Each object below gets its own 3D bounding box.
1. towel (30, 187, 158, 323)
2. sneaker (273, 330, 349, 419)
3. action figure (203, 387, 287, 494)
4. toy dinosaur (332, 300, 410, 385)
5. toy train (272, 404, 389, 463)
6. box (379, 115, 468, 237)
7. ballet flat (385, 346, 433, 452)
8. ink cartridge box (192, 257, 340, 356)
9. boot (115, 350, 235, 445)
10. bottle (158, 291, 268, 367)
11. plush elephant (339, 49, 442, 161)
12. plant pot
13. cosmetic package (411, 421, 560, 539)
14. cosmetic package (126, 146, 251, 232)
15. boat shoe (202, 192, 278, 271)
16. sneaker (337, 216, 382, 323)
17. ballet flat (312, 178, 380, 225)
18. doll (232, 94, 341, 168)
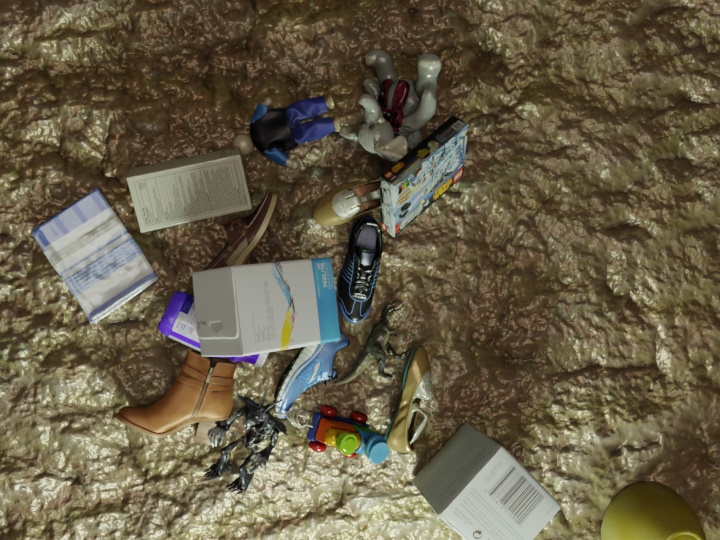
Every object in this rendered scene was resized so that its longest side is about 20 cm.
[{"bbox_3d":[-0.472,-0.025,1.445,0.146,0.024,0.201,-33,97,-7],"label":"towel"},{"bbox_3d":[-0.089,0.191,1.491,0.089,0.079,0.201,35,86,-7],"label":"sneaker"},{"bbox_3d":[-0.203,0.305,1.431,0.118,0.102,0.201,31,115,12],"label":"action figure"},{"bbox_3d":[0.039,0.155,1.519,0.088,0.047,0.201,35,73,1],"label":"toy dinosaur"},{"bbox_3d":[-0.050,0.296,1.456,0.199,0.115,0.085,19,89,-33],"label":"toy train"},{"bbox_3d":[0.113,-0.169,1.454,0.040,0.137,0.200,36,62,26],"label":"box"},{"bbox_3d":[0.105,0.245,1.522,0.063,0.068,0.202,19,97,26],"label":"ballet flat"},{"bbox_3d":[-0.161,0.062,1.383,0.199,0.146,0.148,-6,89,-39],"label":"ink cartridge box"},{"bbox_3d":[-0.324,0.220,1.452,0.198,0.077,0.157,14,92,-12],"label":"boot"},{"bbox_3d":[-0.259,0.112,1.462,0.199,0.065,0.084,25,68,-10],"label":"bottle"},{"bbox_3d":[0.045,-0.276,1.436,0.155,0.164,0.201,-38,135,-34],"label":"plush elephant"},{"bbox_3d":[0.593,0.534,1.588,0.198,0.142,0.202,0,93,-9],"label":"plant pot"},{"bbox_3d":[0.224,0.409,1.491,0.165,0.200,0.165,45,84,-8],"label":"cosmetic package"},{"bbox_3d":[-0.298,-0.143,1.427,0.198,0.073,0.104,-11,112,-6],"label":"cosmetic package"},{"bbox_3d":[-0.219,-0.061,1.463,0.072,0.072,0.201,31,93,-11],"label":"boat shoe"},{"bbox_3d":[0.000,0.000,1.497,0.069,0.078,0.202,5,91,-10],"label":"sneaker"},{"bbox_3d":[0.006,-0.137,1.499,0.198,0.063,0.069,-22,94,-8],"label":"ballet flat"},{"bbox_3d":[-0.137,-0.252,1.478,0.198,0.048,0.138,-19,95,-9],"label":"doll"}]
